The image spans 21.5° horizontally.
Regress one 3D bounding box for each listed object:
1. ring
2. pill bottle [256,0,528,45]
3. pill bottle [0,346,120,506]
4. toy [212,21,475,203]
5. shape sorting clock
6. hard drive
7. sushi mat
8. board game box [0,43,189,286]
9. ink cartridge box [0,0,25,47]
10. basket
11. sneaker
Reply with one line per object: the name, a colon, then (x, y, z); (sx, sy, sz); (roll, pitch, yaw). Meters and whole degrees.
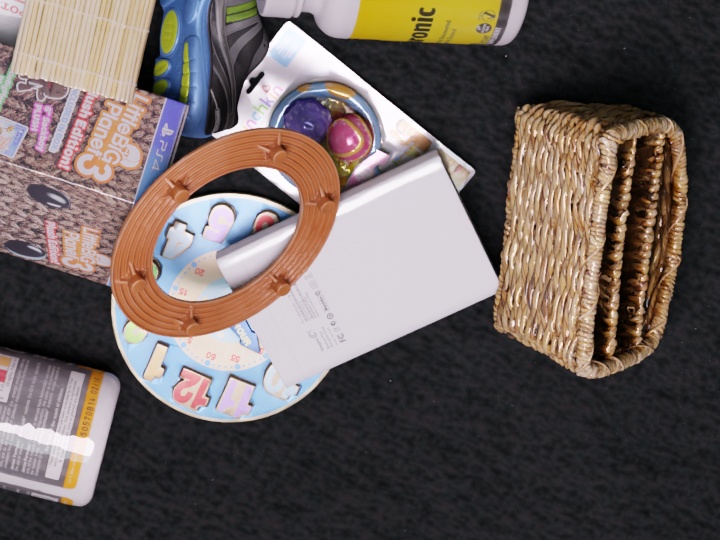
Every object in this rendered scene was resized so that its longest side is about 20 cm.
ring: (-0.099, -0.023, 1.452); (0.200, 0.019, 0.201); (-23, 140, -21)
pill bottle: (0.023, -0.232, 1.455); (0.199, 0.111, 0.112); (2, 109, -11)
pill bottle: (-0.307, 0.119, 1.579); (0.199, 0.116, 0.117); (15, 108, -7)
toy: (-0.016, -0.094, 1.549); (0.200, 0.047, 0.115); (37, 103, -13)
shape sorting clock: (-0.110, 0.033, 1.595); (0.199, 0.039, 0.201); (0, 109, -1)
hard drive: (0.000, 0.000, 1.553); (0.199, 0.027, 0.132); (-24, 114, 8)
sushi mat: (-0.194, -0.233, 1.418); (0.095, 0.012, 0.201); (12, 89, -8)
board game box: (-0.251, -0.084, 1.478); (0.199, 0.160, 0.097); (18, 63, -7)
ink cartridge box: (-0.227, -0.241, 1.483); (0.115, 0.067, 0.201); (20, 107, -9)
basket: (0.205, -0.026, 1.503); (0.142, 0.149, 0.201); (0, 102, -25)
sneaker: (-0.112, -0.204, 1.503); (0.070, 0.083, 0.201); (14, 97, 37)
